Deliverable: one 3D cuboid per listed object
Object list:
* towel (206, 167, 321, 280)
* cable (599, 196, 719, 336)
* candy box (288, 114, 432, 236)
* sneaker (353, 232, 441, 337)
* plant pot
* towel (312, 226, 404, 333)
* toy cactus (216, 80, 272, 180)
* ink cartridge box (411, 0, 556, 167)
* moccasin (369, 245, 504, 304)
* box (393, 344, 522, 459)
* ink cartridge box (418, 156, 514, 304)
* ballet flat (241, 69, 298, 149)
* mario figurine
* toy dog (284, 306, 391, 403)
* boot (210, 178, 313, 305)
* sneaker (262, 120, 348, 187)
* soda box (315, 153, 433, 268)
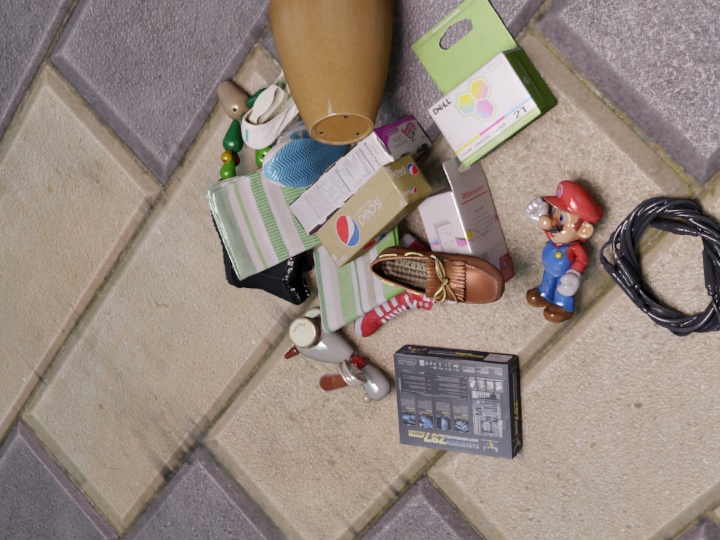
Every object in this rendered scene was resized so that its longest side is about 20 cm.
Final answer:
[{"bbox_3d":[-0.133,-0.093,1.791,0.023,0.199,0.154,-13,100,59],"label":"towel"},{"bbox_3d":[0.439,-0.003,1.574,0.200,0.051,0.163,50,118,11],"label":"cable"},{"bbox_3d":[-0.001,-0.145,1.726,0.200,0.136,0.061,-38,86,32],"label":"candy box"},{"bbox_3d":[0.069,0.051,1.785,0.112,0.071,0.201,35,123,13],"label":"sneaker"},{"bbox_3d":[-0.033,-0.290,1.627,0.185,0.186,0.202,-21,64,33],"label":"plant pot"},{"bbox_3d":[0.000,0.000,1.777,0.199,0.030,0.151,-30,61,45],"label":"towel"},{"bbox_3d":[-0.173,-0.243,1.838,0.166,0.102,0.201,54,128,27],"label":"toy cactus"},{"bbox_3d":[0.161,-0.274,1.628,0.147,0.076,0.201,-35,88,33],"label":"ink cartridge box"},{"bbox_3d":[0.108,0.007,1.605,0.200,0.078,0.074,18,114,26],"label":"moccasin"},{"bbox_3d":[0.153,0.206,1.796,0.198,0.051,0.160,3,106,29],"label":"box"},{"bbox_3d":[0.150,-0.065,1.675,0.067,0.116,0.202,-14,97,33],"label":"ink cartridge box"},{"bbox_3d":[-0.112,-0.271,1.724,0.069,0.201,0.070,33,162,12],"label":"ballet flat"},{"bbox_3d":[0.272,-0.032,1.623,0.122,0.106,0.202,19,115,26],"label":"mario figurine"},{"bbox_3d":[-0.051,0.152,1.861,0.097,0.131,0.200,-51,59,19],"label":"toy dog"},{"bbox_3d":[-0.156,-0.049,1.869,0.167,0.076,0.202,11,117,38],"label":"boot"},{"bbox_3d":[-0.096,-0.179,1.734,0.080,0.200,0.077,4,115,30],"label":"sneaker"},{"bbox_3d":[0.019,-0.084,1.661,0.068,0.064,0.200,57,139,7],"label":"soda box"}]
